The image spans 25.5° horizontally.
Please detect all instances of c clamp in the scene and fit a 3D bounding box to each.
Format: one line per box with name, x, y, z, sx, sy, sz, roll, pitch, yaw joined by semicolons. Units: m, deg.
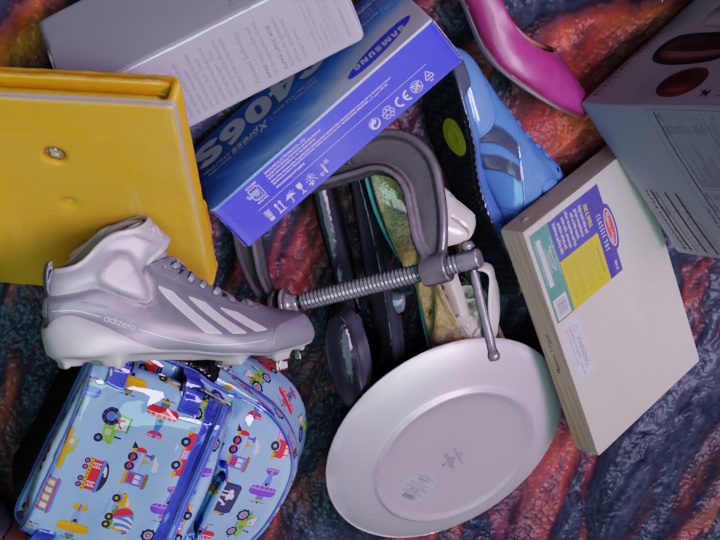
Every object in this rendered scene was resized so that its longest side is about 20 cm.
c clamp;-0.005;-0.011;1.133;0.199;0.027;0.172;-8;86;26

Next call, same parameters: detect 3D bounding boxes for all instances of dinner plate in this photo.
dinner plate;0.069;0.136;1.220;0.199;0.024;0.201;-13;130;-16

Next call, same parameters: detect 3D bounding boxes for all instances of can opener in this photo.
can opener;0.000;0.000;1.188;0.063;0.079;0.201;-5;99;0

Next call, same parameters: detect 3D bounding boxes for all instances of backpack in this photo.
backpack;-0.137;0.138;1.169;0.199;0.135;0.183;26;102;-19

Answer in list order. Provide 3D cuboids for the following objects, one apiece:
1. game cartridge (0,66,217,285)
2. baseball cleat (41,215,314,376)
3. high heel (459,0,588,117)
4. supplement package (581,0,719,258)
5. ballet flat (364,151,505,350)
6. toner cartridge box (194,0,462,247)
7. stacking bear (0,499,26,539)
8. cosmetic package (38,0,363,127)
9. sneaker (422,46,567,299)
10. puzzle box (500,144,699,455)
game cartridge;-0.193;-0.057;1.075;0.175;0.033;0.200;4;144;6
baseball cleat;-0.117;0.016;1.074;0.199;0.070;0.107;-2;94;-36
high heel;0.110;-0.198;1.141;0.200;0.067;0.096;37;100;-18
supplement package;0.302;-0.118;1.106;0.191;0.200;0.147;-42;109;-14
ballet flat;0.063;-0.010;1.187;0.070;0.071;0.201;-21;113;-3
toner cartridge box;-0.030;-0.113;1.125;0.200;0.095;0.043;-41;124;4
stacking bear;-0.343;0.171;1.159;0.200;0.122;0.114;40;100;-11
cosmetic package;-0.109;-0.164;1.088;0.199;0.102;0.074;-27;136;1
sneaker;0.107;-0.081;1.185;0.078;0.066;0.201;-28;109;-19
puzzle box;0.185;0.020;1.201;0.133;0.025;0.201;-36;118;-29
